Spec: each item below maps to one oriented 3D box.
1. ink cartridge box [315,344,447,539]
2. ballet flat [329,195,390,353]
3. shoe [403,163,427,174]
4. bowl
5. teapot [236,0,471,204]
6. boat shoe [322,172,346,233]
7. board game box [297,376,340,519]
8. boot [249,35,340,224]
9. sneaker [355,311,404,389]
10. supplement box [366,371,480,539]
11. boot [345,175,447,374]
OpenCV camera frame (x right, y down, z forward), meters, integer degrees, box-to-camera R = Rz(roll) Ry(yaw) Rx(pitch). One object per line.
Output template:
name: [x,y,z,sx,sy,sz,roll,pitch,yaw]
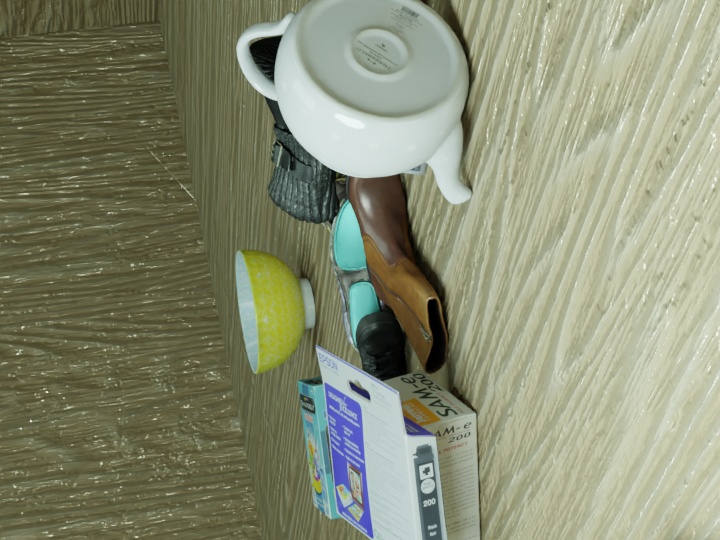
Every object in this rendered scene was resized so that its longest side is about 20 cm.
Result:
ink cartridge box: [0.021,0.188,1.651,0.198,0.043,0.202,25,126,61]
ballet flat: [0.000,0.000,1.978,0.072,0.071,0.203,-147,51,-75]
shoe: [0.040,-0.158,1.677,0.200,0.071,0.092,-126,44,-78]
bowl: [-0.132,0.059,2.562,0.200,0.106,0.203,171,90,-78]
teapot: [0.000,-0.162,1.520,0.147,0.195,0.202,112,145,-55]
boat shoe: [-0.038,-0.112,2.007,0.060,0.071,0.201,51,167,41]
board game box: [-0.052,0.270,2.462,0.151,0.046,0.203,176,86,-79]
boot: [-0.080,-0.168,1.884,0.212,0.078,0.159,-117,23,-49]
sneaker: [0.033,0.148,1.933,0.201,0.059,0.105,87,170,-50]
supplement box: [0.069,0.227,1.712,0.126,0.073,0.202,35,134,57]
boot: [0.040,-0.013,1.756,0.201,0.068,0.190,-117,22,-56]
